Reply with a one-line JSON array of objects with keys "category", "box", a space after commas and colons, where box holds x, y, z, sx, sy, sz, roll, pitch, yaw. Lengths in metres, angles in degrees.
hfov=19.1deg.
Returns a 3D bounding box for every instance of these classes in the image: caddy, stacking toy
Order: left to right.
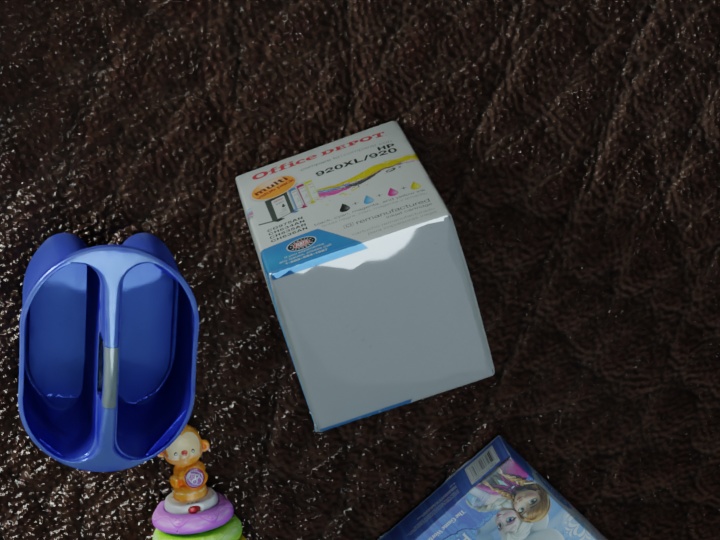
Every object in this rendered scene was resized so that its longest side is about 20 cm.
[{"category": "caddy", "box": [-0.202, 0.063, 1.708, 0.141, 0.105, 0.201, 0, 116, -11]}, {"category": "stacking toy", "box": [-0.138, 0.224, 1.816, 0.116, 0.110, 0.201, -8, 106, -6]}]

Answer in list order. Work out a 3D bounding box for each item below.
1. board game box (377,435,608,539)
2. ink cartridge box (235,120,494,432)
[{"category": "board game box", "box": [0.116, 0.278, 1.919, 0.200, 0.043, 0.199, -42, 118, 9]}, {"category": "ink cartridge box", "box": [0.000, 0.000, 1.670, 0.147, 0.200, 0.145, -19, 116, -3]}]
